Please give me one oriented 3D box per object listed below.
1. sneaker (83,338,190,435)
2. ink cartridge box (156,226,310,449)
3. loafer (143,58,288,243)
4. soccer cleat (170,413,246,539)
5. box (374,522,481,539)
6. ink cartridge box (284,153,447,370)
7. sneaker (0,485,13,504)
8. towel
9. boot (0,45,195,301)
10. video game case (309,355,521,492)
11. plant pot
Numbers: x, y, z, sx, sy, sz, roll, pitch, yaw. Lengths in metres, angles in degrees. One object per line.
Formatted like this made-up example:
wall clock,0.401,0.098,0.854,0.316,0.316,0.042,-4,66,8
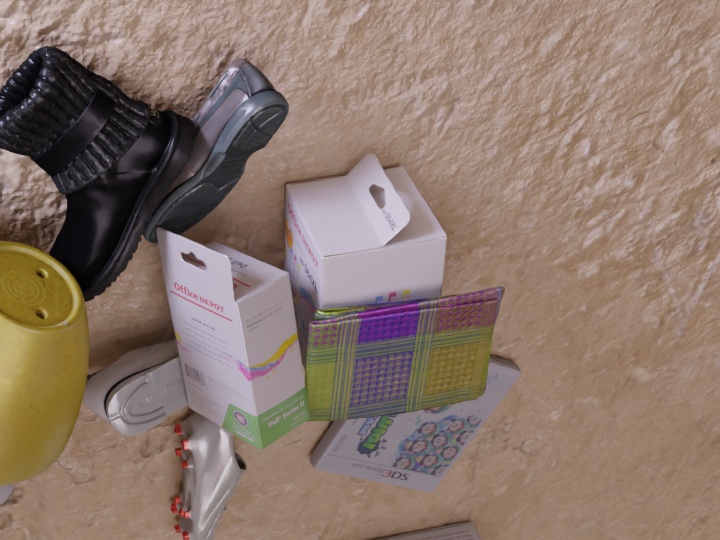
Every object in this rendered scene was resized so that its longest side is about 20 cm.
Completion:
sneaker,-0.183,0.094,1.274,0.200,0.080,0.077,-18,114,-36
ink cartridge box,-0.117,0.050,1.178,0.067,0.117,0.201,-28,125,-35
loafer,-0.140,-0.106,1.146,0.200,0.063,0.072,-44,159,30
soccer cleat,-0.163,0.238,1.396,0.077,0.069,0.201,-8,126,-22
box,0.072,0.458,1.601,0.199,0.171,0.199,-7,128,-19
ink cartridge box,0.000,0.000,1.239,0.125,0.129,0.200,-10,129,-16
sneaker,-0.420,0.181,1.222,0.200,0.075,0.087,22,110,-36
towel,0.040,0.082,1.221,0.199,0.023,0.144,-8,130,-17
boot,-0.257,-0.080,1.093,0.158,0.079,0.211,21,110,-38
video game case,0.064,0.167,1.469,0.182,0.024,0.200,17,117,-34
plant pot,-0.310,0.059,1.081,0.200,0.200,0.142,16,127,-33
